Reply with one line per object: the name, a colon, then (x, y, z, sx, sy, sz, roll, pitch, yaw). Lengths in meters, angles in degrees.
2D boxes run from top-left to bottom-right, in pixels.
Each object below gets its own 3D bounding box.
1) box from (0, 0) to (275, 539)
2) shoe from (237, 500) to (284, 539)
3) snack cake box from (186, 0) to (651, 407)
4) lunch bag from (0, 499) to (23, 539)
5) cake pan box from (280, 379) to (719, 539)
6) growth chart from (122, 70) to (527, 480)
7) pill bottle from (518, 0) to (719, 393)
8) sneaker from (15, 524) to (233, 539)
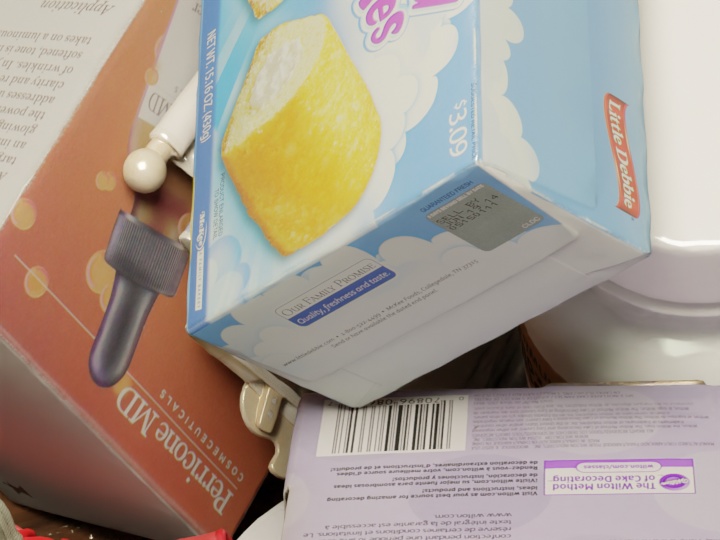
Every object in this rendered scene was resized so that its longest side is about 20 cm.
box: (-0.073, -0.034, 0.846, 0.106, 0.152, 0.200, 8, 59, 40)
shoe: (-0.020, 0.152, 0.728, 0.071, 0.091, 0.200, 9, 39, 14)
snack cake box: (0.015, -0.076, 0.717, 0.115, 0.067, 0.200, -31, 46, 39)
lunch bag: (-0.188, 0.149, 0.708, 0.200, 0.118, 0.164, -21, 25, 17)
cake pan box: (0.067, 0.095, 0.655, 0.200, 0.052, 0.184, -1, 27, 4)
growth chart: (0.000, 0.000, 0.826, 0.018, 0.200, 0.145, 3, 44, 46)
pill bottle: (0.104, 0.007, 0.788, 0.114, 0.200, 0.114, -3, 60, 6)
sneaker: (-0.093, 0.096, 0.812, 0.116, 0.078, 0.200, -43, 75, 15)
